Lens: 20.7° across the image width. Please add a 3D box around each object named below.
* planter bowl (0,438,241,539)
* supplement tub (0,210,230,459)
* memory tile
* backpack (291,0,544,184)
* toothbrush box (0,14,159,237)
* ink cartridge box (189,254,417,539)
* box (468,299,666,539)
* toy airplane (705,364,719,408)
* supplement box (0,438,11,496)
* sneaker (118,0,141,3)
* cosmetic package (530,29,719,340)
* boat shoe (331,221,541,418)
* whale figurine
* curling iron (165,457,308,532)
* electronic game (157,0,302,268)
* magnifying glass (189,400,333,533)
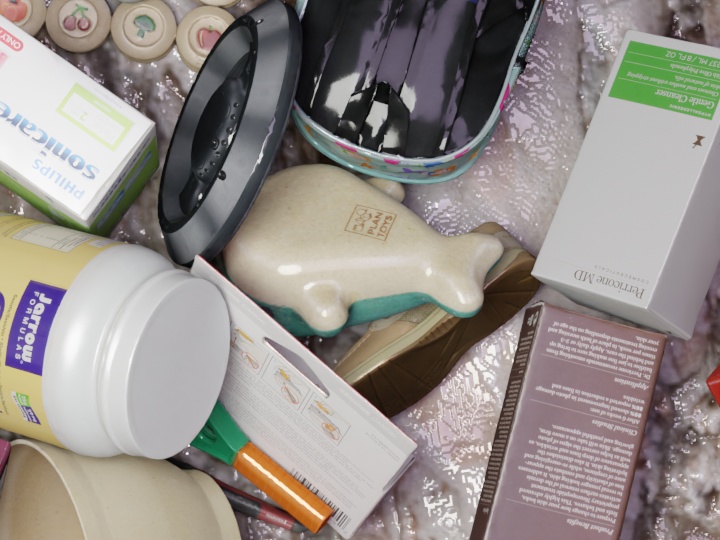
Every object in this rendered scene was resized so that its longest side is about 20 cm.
[{"bbox_3d":[-0.165,0.208,1.380,0.135,0.200,0.200,-7,86,-32],"label":"planter bowl"},{"bbox_3d":[-0.204,0.043,1.325,0.200,0.145,0.146,13,84,26],"label":"supplement tub"},{"bbox_3d":[-0.181,-0.235,1.484,0.200,0.017,0.153,8,85,-4],"label":"memory tile"},{"bbox_3d":[0.034,-0.165,1.428,0.177,0.151,0.200,16,77,2],"label":"backpack"},{"bbox_3d":[-0.223,-0.096,1.379,0.146,0.200,0.086,35,84,0],"label":"toothbrush box"},{"bbox_3d":[-0.048,0.081,1.381,0.200,0.176,0.045,41,57,6],"label":"ink cartridge box"},{"bbox_3d":[0.152,0.132,1.456,0.100,0.075,0.200,15,83,-4],"label":"box"},{"bbox_3d":[0.371,0.037,1.446,0.199,0.141,0.200,15,118,9],"label":"toy airplane"},{"bbox_3d":[-0.316,0.201,1.353,0.110,0.086,0.200,15,127,-4],"label":"supplement box"},{"bbox_3d":[-0.122,-0.284,1.444,0.073,0.085,0.200,41,85,-2],"label":"sneaker"},{"bbox_3d":[0.219,-0.063,1.449,0.108,0.085,0.200,16,81,36],"label":"cosmetic package"},{"bbox_3d":[0.041,0.042,1.463,0.200,0.071,0.065,-37,54,-6],"label":"boat shoe"},{"bbox_3d":[0.000,0.000,1.421,0.200,0.104,0.159,11,46,13],"label":"whale figurine"},{"bbox_3d":[-0.119,0.149,1.458,0.200,0.026,0.050,15,64,2],"label":"curling iron"},{"bbox_3d":[-0.092,-0.097,1.392,0.042,0.200,0.200,20,84,-21],"label":"electronic game"},{"bbox_3d":[-0.102,0.119,1.425,0.200,0.080,0.022,40,53,10],"label":"magnifying glass"}]
